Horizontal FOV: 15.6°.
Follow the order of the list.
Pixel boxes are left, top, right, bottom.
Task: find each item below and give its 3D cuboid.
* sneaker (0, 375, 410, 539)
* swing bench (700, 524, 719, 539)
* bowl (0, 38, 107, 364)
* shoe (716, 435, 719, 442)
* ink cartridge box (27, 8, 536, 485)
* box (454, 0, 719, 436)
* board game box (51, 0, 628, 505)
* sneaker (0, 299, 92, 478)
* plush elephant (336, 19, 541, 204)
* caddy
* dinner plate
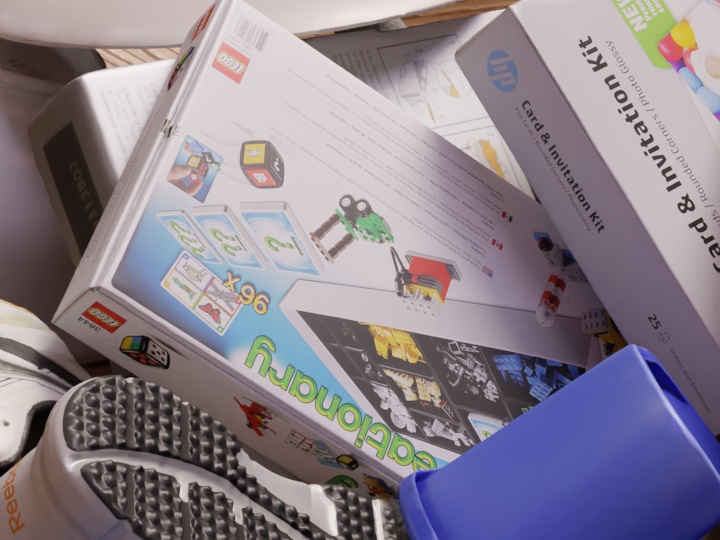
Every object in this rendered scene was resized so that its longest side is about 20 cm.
[{"bbox_3d":[-0.032,0.101,0.773,0.200,0.080,0.074,34,33,-29],"label":"sneaker"},{"bbox_3d":[0.229,0.100,0.867,0.198,0.131,0.199,4,-14,-45],"label":"swing bench"},{"bbox_3d":[-0.156,-0.053,1.002,0.200,0.091,0.201,21,19,-8],"label":"bowl"},{"bbox_3d":[0.137,0.047,0.988,0.199,0.054,0.070,-4,-13,27],"label":"shoe"},{"bbox_3d":[0.000,0.000,0.915,0.199,0.057,0.163,-12,75,-41],"label":"ink cartridge box"},{"bbox_3d":[0.147,-0.048,0.917,0.199,0.041,0.156,-26,82,-37],"label":"box"},{"bbox_3d":[0.010,0.014,0.862,0.199,0.035,0.127,34,55,-16],"label":"board game box"},{"bbox_3d":[-0.143,0.046,0.775,0.199,0.076,0.088,1,29,-48],"label":"sneaker"},{"bbox_3d":[0.033,-0.056,1.088,0.164,0.201,0.155,-37,53,-17],"label":"plush elephant"},{"bbox_3d":[0.074,0.103,0.738,0.142,0.105,0.200,56,6,8],"label":"caddy"},{"bbox_3d":[-0.043,-0.114,0.986,0.199,0.024,0.200,-4,17,1],"label":"dinner plate"}]
